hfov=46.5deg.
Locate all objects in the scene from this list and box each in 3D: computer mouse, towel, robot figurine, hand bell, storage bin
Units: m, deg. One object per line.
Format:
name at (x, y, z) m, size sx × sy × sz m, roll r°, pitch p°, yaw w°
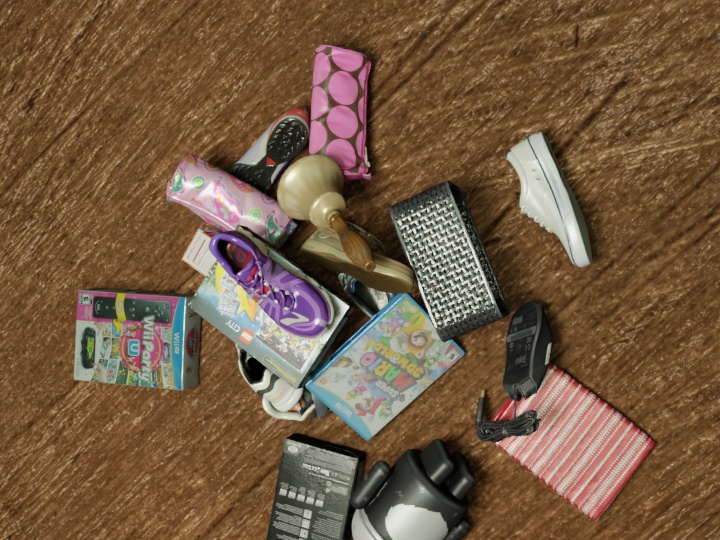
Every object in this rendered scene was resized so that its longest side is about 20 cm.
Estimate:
computer mouse at (0.221, 0.152, 1.187) m, size 0.046 × 0.140 × 0.202 m, roll 22°, pitch 59°, yaw -21°
towel at (0.294, 0.236, 1.191) m, size 0.199 × 0.022 × 0.145 m, roll 37°, pitch 97°, yaw 11°
robot figurine at (0.075, 0.341, 1.199) m, size 0.150 × 0.125 × 0.201 m, roll 44°, pitch 100°, yaw 19°
hand bell at (-0.031, -0.062, 1.123) m, size 0.104 × 0.104 × 0.200 m, roll -47°, pitch 43°, yaw 11°
storage bin at (0.127, -0.012, 1.178) m, size 0.093 × 0.135 × 0.202 m, roll -24°, pitch 84°, yaw 14°

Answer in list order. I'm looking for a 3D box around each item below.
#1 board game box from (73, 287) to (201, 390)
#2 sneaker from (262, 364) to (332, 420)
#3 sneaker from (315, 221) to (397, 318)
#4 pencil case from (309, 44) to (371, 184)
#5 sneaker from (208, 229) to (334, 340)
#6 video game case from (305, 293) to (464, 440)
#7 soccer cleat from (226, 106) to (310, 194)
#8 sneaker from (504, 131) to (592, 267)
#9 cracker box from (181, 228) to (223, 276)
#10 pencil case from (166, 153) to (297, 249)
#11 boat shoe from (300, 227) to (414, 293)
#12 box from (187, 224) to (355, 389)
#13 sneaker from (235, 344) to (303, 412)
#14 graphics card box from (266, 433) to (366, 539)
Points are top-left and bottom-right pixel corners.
board game box at (-0.359, 0.108, 1.356) m, size 0.197 × 0.064 × 0.150 m, roll 3°, pitch 91°, yaw 15°
sneaker at (-0.055, 0.180, 1.262) m, size 0.198 × 0.079 × 0.079 m, roll -23°, pitch 83°, yaw 13°
sneaker at (0.000, 0.000, 1.242) m, size 0.077 × 0.085 × 0.201 m, roll -42°, pitch 79°, yaw 12°
pencil case at (-0.028, -0.233, 1.250) m, size 0.092 × 0.091 × 0.203 m, roll 1°, pitch 88°, yaw 9°
sneaker at (-0.125, 0.021, 1.100) m, size 0.199 × 0.083 × 0.081 m, roll 36°, pitch 97°, yaw 12°
video game case at (0.036, 0.141, 1.219) m, size 0.200 × 0.018 × 0.143 m, roll -42°, pitch 116°, yaw 7°
soccer cleat at (-0.146, -0.175, 1.302) m, size 0.068 × 0.073 × 0.200 m, roll 39°, pitch 119°, yaw -16°
sneaker at (0.265, -0.092, 1.181) m, size 0.070 × 0.073 × 0.202 m, roll -26°, pitch 74°, yaw 23°
cracker box at (-0.153, 0.014, 1.260) m, size 0.199 × 0.134 × 0.058 m, roll 34°, pitch 98°, yaw 14°
pencil case at (-0.194, -0.095, 1.269) m, size 0.199 × 0.087 × 0.088 m, roll 31°, pitch 98°, yaw -4°
boat shoe at (0.001, -0.025, 1.165) m, size 0.199 × 0.071 × 0.065 m, roll 21°, pitch 71°, yaw 38°
box at (-0.124, 0.049, 1.162) m, size 0.199 × 0.038 × 0.137 m, roll 36°, pitch 97°, yaw 13°
sneaker at (-0.150, 0.122, 1.248) m, size 0.074 × 0.080 × 0.200 m, roll -49°, pitch 39°, yaw 4°
graphics card box at (-0.072, 0.363, 1.279) m, size 0.124 × 0.051 × 0.203 m, roll 11°, pitch 94°, yaw 16°
